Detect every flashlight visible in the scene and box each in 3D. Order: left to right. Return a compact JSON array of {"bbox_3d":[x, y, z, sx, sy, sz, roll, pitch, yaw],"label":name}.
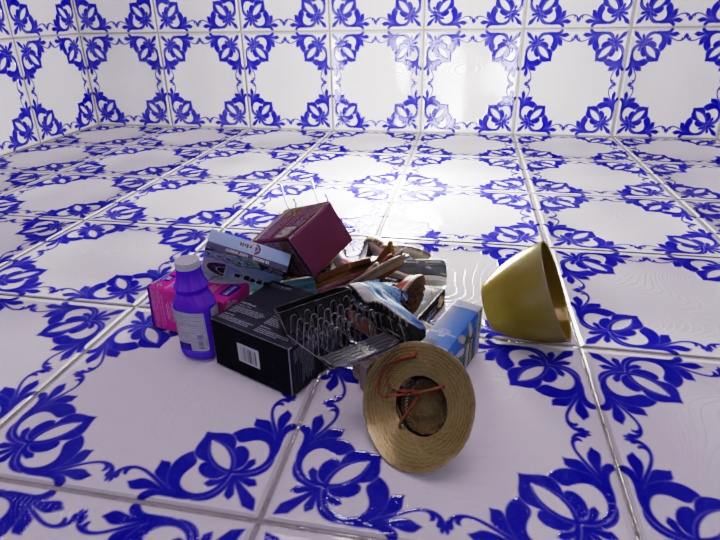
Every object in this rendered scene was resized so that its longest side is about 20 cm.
[{"bbox_3d":[-0.038,-0.018,1.378,0.067,0.069,0.200,-16,24,-11],"label":"flashlight"}]

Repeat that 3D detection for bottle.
[{"bbox_3d":[-0.318,0.071,1.040,0.082,0.204,0.065,6,26,17],"label":"bottle"}]

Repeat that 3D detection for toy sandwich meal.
[{"bbox_3d":[0.000,0.000,1.126,0.203,0.071,0.205,-29,-5,-3],"label":"toy sandwich meal"}]

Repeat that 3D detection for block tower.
[{"bbox_3d":[0.071,0.156,1.021,0.198,0.055,0.057,-19,30,-34],"label":"block tower"}]

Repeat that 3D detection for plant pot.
[{"bbox_3d":[0.327,0.058,1.092,0.140,0.203,0.200,-17,17,27],"label":"plant pot"}]

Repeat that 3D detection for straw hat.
[{"bbox_3d":[0.104,0.216,0.852,0.199,0.204,0.085,20,-9,38],"label":"straw hat"}]

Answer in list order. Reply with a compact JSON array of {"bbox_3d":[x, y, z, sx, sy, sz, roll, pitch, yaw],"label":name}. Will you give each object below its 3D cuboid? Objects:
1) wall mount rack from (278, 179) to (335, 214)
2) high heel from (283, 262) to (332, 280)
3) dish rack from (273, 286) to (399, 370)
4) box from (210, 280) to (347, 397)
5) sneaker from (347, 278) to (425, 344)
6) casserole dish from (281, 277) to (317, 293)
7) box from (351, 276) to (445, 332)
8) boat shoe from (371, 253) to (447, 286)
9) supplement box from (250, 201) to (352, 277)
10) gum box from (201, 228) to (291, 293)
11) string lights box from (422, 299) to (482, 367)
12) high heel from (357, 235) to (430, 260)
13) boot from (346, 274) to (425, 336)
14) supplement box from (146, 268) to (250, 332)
[{"bbox_3d":[-0.190,-0.244,1.827,0.196,0.076,0.174,-11,27,-22],"label":"wall mount rack"},{"bbox_3d":[-0.147,-0.017,1.296,0.140,0.073,0.200,-7,-10,-22],"label":"high heel"},{"bbox_3d":[-0.037,0.094,0.901,0.151,0.056,0.199,-18,25,-30],"label":"dish rack"},{"bbox_3d":[-0.151,0.122,1.041,0.197,0.106,0.181,16,31,30],"label":"box"},{"bbox_3d":[0.057,0.061,0.965,0.089,0.080,0.199,-23,35,-23],"label":"sneaker"},{"bbox_3d":[-0.117,0.052,1.261,0.196,0.040,0.121,-9,26,-14],"label":"casserole dish"},{"bbox_3d":[0.061,0.078,1.191,0.197,0.051,0.198,15,31,28],"label":"box"},{"bbox_3d":[0.114,-0.007,1.310,0.196,0.063,0.073,9,-18,4],"label":"boat shoe"},{"bbox_3d":[-0.133,-0.065,1.188,0.131,0.104,0.199,-44,24,-26],"label":"supplement box"},{"bbox_3d":[-0.252,-0.009,1.159,0.167,0.045,0.200,18,-23,-13],"label":"gum box"},{"bbox_3d":[0.157,0.145,0.982,0.058,0.105,0.199,14,30,28],"label":"string lights box"},{"bbox_3d":[0.094,-0.062,1.423,0.196,0.073,0.143,-3,31,18],"label":"high heel"},{"bbox_3d":[0.053,0.058,1.099,0.106,0.076,0.199,16,36,37],"label":"boot"},{"bbox_3d":[-0.340,0.073,1.153,0.196,0.105,0.101,11,26,19],"label":"supplement box"}]
